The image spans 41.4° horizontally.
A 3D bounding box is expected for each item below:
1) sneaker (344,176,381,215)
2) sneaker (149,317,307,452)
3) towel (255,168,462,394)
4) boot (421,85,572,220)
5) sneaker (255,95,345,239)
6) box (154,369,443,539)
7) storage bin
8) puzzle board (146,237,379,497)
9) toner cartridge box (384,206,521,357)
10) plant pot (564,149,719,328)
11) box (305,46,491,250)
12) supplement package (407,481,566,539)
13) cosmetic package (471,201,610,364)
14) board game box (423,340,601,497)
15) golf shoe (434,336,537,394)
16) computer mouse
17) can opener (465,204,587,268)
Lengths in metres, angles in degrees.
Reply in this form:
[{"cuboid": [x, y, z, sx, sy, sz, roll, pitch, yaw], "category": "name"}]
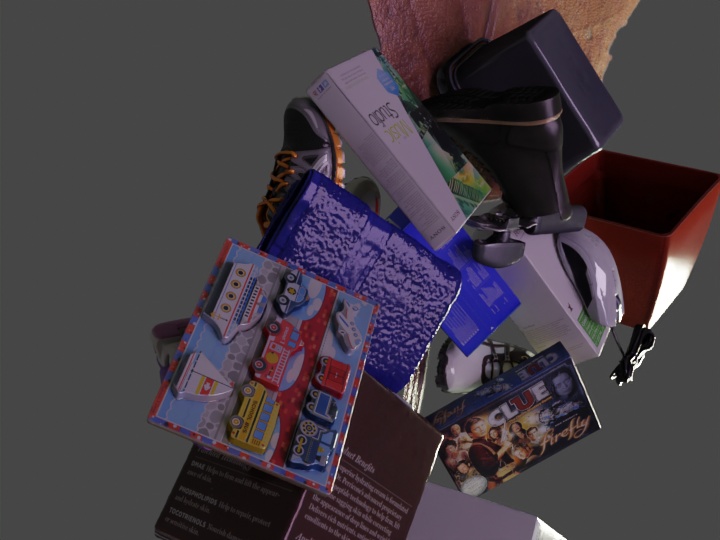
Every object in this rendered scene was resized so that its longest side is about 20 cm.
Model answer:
[{"cuboid": [0.000, 0.000, 0.988, 0.070, 0.092, 0.203, 34, 69, -45], "category": "sneaker"}, {"cuboid": [-0.113, 0.119, 0.813, 0.079, 0.199, 0.090, -9, 119, -39], "category": "sneaker"}, {"cuboid": [-0.011, 0.016, 0.903, 0.198, 0.049, 0.149, 32, 89, -24], "category": "towel"}, {"cuboid": [0.138, -0.124, 1.053, 0.077, 0.198, 0.141, -32, 119, -34], "category": "boot"}, {"cuboid": [-0.064, -0.068, 0.926, 0.076, 0.078, 0.205, -1, 89, -30], "category": "sneaker"}, {"cuboid": [-0.054, 0.200, 0.898, 0.166, 0.162, 0.203, 43, 63, -41], "category": "box"}, {"cuboid": [0.202, -0.194, 1.114, 0.202, 0.133, 0.145, 54, 50, -8], "category": "storage bin"}, {"cuboid": [-0.069, 0.068, 0.771, 0.148, 0.018, 0.202, 24, 45, -7], "category": "puzzle board"}, {"cuboid": [0.098, 0.003, 1.098, 0.095, 0.043, 0.200, -42, 125, 1], "category": "toner cartridge box"}, {"cuboid": [0.381, -0.037, 1.359, 0.199, 0.197, 0.179, -36, 131, -39], "category": "plant pot"}, {"cuboid": [0.045, -0.129, 0.964, 0.201, 0.036, 0.144, 51, 30, -4], "category": "box"}, {"cuboid": [0.138, 0.353, 1.110, 0.200, 0.149, 0.153, 45, 60, -60], "category": "supplement package"}, {"cuboid": [0.230, 0.013, 1.205, 0.201, 0.084, 0.108, 51, 46, -15], "category": "cosmetic package"}, {"cuboid": [0.188, 0.191, 1.184, 0.197, 0.035, 0.137, -30, 123, 3], "category": "board game box"}, {"cuboid": [0.174, 0.122, 1.205, 0.198, 0.093, 0.080, 3, 94, -47], "category": "golf shoe"}, {"cuboid": [0.305, 0.030, 1.178, 0.109, 0.044, 0.203, -29, 93, -47], "category": "computer mouse"}, {"cuboid": [0.192, -0.044, 1.109, 0.198, 0.053, 0.068, -6, 109, -46], "category": "can opener"}]
